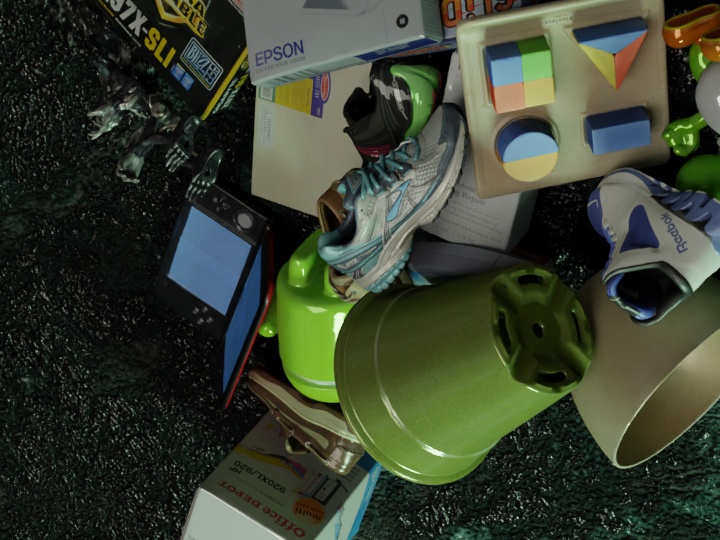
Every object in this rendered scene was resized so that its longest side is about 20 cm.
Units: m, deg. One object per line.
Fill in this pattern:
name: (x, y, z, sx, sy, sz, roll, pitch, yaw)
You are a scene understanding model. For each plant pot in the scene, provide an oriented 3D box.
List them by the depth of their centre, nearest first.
plant pot: (0.109, 0.080, 1.409, 0.200, 0.200, 0.190, 54, 141, -7)
plant pot: (0.266, 0.068, 1.441, 0.134, 0.200, 0.201, 45, 133, 25)

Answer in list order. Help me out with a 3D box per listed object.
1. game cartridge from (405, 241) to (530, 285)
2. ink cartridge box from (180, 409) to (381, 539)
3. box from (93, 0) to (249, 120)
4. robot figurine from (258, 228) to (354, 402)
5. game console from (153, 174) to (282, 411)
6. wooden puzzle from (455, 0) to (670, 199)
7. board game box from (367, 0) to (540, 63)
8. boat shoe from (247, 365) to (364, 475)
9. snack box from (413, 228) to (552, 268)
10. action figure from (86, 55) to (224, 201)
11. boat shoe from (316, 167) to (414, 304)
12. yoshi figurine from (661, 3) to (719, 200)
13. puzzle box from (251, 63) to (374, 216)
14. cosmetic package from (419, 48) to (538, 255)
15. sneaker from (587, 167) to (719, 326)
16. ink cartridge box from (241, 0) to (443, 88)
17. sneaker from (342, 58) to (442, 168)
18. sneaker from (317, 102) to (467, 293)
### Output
game cartridge: (0.114, 0.026, 1.539, 0.199, 0.041, 0.134, 8, 143, 44)
ink cartridge box: (-0.092, 0.276, 1.759, 0.147, 0.200, 0.145, 29, 129, 13)
box: (-0.180, -0.280, 1.567, 0.200, 0.049, 0.160, 48, 133, 8)
robot figurine: (-0.031, 0.056, 1.644, 0.175, 0.116, 0.201, 13, 127, 22)
game console: (-0.168, 0.023, 1.710, 0.172, 0.119, 0.200, 33, 129, 10)
wooden puzzle: (0.187, -0.150, 1.362, 0.184, 0.046, 0.201, -11, 129, -1)
board game box: (0.070, -0.270, 1.408, 0.199, 0.034, 0.136, -5, 86, 33)
boat shoe: (-0.070, 0.170, 1.720, 0.202, 0.075, 0.075, 26, 96, 50)
snack box: (0.098, -0.018, 1.585, 0.199, 0.024, 0.072, 25, 127, 17)
action figure: (-0.238, -0.154, 1.624, 0.200, 0.102, 0.119, 38, 172, 38)
boat shoe: (0.000, 0.000, 1.521, 0.076, 0.074, 0.201, 10, 122, 51)
yoshi figurine: (0.311, -0.122, 1.337, 0.111, 0.113, 0.201, -4, 122, 28)
puzzle box: (-0.048, -0.151, 1.594, 0.133, 0.025, 0.201, 20, 126, 21)
cosmetic package: (0.127, -0.121, 1.476, 0.101, 0.074, 0.201, 22, 128, 18)
sneaker: (0.245, -0.019, 1.348, 0.081, 0.115, 0.199, 47, 170, -23)
ink cartridge box: (-0.026, -0.289, 1.424, 0.199, 0.041, 0.201, -11, 82, 31)
sneaker: (0.022, -0.142, 1.503, 0.083, 0.077, 0.200, 22, 142, 0)
sneaker: (0.029, -0.072, 1.412, 0.086, 0.078, 0.200, 23, 112, -17)
